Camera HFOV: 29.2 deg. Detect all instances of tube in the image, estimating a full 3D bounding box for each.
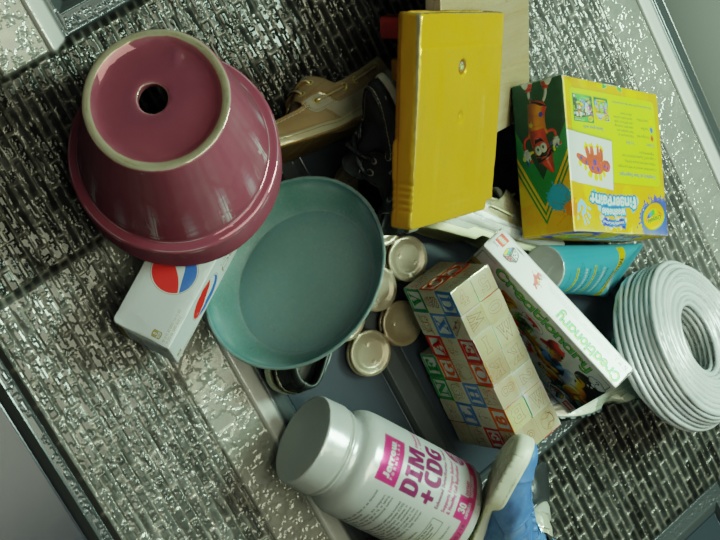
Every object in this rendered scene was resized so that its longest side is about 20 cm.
[{"bbox_3d":[0.250,-0.001,1.542,0.199,0.050,0.078,0,133,-54],"label":"tube"}]

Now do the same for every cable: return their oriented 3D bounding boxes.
[{"bbox_3d":[0.373,0.088,1.603,0.200,0.069,0.200,51,39,-15],"label":"cable"}]

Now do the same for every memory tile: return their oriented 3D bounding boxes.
[{"bbox_3d":[0.000,0.000,1.467,0.153,0.017,0.201,-44,111,-21],"label":"memory tile"}]

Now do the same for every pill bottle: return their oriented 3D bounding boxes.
[{"bbox_3d":[0.019,0.213,1.426,0.199,0.113,0.114,29,77,-26],"label":"pill bottle"}]

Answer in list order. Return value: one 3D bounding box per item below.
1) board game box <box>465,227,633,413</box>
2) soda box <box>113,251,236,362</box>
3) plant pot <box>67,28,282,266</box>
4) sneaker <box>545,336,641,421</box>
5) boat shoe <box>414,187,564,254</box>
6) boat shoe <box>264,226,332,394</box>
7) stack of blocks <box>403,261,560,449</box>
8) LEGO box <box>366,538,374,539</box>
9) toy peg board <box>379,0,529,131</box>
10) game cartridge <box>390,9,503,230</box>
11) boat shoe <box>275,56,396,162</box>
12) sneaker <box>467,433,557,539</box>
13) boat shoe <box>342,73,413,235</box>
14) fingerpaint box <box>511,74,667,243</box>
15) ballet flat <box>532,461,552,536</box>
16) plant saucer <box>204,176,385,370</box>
[{"bbox_3d":[0.188,0.056,1.470,0.035,0.126,0.200,-41,85,-23],"label":"board game box"},{"bbox_3d":[-0.162,-0.018,1.337,0.063,0.068,0.201,25,77,6],"label":"soda box"},{"bbox_3d":[-0.171,-0.120,1.236,0.198,0.179,0.202,0,76,-1],"label":"plant pot"},{"bbox_3d":[0.249,0.122,1.584,0.199,0.077,0.087,-13,86,-35],"label":"sneaker"},{"bbox_3d":[0.148,-0.057,1.513,0.199,0.075,0.069,15,80,-34],"label":"boat shoe"},{"bbox_3d":[-0.043,0.029,1.397,0.074,0.066,0.201,23,80,-26],"label":"boat shoe"},{"bbox_3d":[0.121,0.091,1.473,0.058,0.115,0.201,-35,110,-27],"label":"stack of blocks"},{"bbox_3d":[0.049,0.371,1.398,0.077,0.200,0.150,35,74,-25],"label":"LEGO box"},{"bbox_3d":[0.092,-0.243,1.451,0.200,0.097,0.201,-29,122,-53],"label":"toy peg board"},{"bbox_3d":[0.084,-0.150,1.342,0.176,0.032,0.202,-16,114,-57],"label":"game cartridge"},{"bbox_3d":[-0.043,-0.166,1.412,0.199,0.074,0.070,-25,87,-34],"label":"boat shoe"},{"bbox_3d":[0.175,0.268,1.442,0.110,0.077,0.201,18,111,-1],"label":"sneaker"},{"bbox_3d":[0.015,-0.106,1.383,0.066,0.075,0.200,-22,144,-12],"label":"boat shoe"},{"bbox_3d":[0.255,-0.118,1.531,0.199,0.073,0.168,-1,85,-49],"label":"fingerpaint box"},{"bbox_3d":[0.171,0.308,1.534,0.073,0.073,0.200,43,73,-22],"label":"ballet flat"},{"bbox_3d":[-0.060,0.006,1.355,0.036,0.199,0.201,41,69,-58],"label":"plant saucer"}]
